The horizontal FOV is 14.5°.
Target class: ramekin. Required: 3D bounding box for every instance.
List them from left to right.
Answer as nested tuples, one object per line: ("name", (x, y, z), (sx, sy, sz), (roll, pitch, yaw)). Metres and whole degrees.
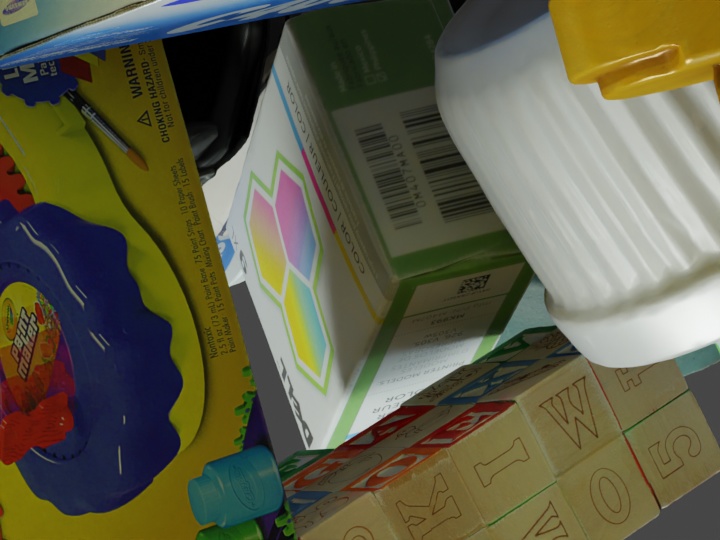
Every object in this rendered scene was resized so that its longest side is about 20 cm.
("ramekin", (0.115, -0.073, 0.859), (0.200, 0.105, 0.200), (-37, -169, 8))

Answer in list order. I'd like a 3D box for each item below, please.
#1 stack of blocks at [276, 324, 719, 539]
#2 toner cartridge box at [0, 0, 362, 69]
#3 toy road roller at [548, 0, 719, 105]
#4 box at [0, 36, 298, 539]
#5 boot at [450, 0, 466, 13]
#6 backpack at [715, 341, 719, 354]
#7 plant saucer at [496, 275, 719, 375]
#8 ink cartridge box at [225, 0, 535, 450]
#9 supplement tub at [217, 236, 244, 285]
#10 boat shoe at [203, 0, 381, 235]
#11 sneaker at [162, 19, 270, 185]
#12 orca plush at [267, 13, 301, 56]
("stack of blocks", (0.004, 0.089, 0.913), (0.200, 0.059, 0.115), (-31, -171, -23))
("toner cartridge box", (-0.017, -0.095, 0.766), (0.095, 0.043, 0.200), (-17, 180, 39))
("toy road roller", (0.144, -0.082, 0.693), (0.200, 0.146, 0.123), (-15, 180, 18))
("box", (-0.147, 0.020, 0.786), (0.193, 0.200, 0.122), (-17, -178, -33))
("boot", (0.136, -0.128, 1.099), (0.204, 0.073, 0.154), (-21, 176, 42))
("backpack", (0.186, -0.042, 1.043), (0.200, 0.151, 0.178), (-35, 167, 8))
("plant saucer", (0.087, -0.038, 1.187), (0.200, 0.200, 0.036), (-16, 143, -18))
("ink cartridge box", (0.000, 0.000, 1.011), (0.059, 0.104, 0.200), (-13, 156, -18))
("supplement tub", (-0.146, -0.034, 1.370), (0.200, 0.132, 0.132), (-16, -178, -44))
("boat shoe", (-0.003, -0.047, 1.110), (0.093, 0.075, 0.200), (28, 157, -6))
("sneaker", (-0.103, -0.032, 1.030), (0.200, 0.077, 0.111), (-50, -178, -9))
("orca plush", (-0.040, -0.088, 1.200), (0.071, 0.105, 0.200), (30, 168, -37))
